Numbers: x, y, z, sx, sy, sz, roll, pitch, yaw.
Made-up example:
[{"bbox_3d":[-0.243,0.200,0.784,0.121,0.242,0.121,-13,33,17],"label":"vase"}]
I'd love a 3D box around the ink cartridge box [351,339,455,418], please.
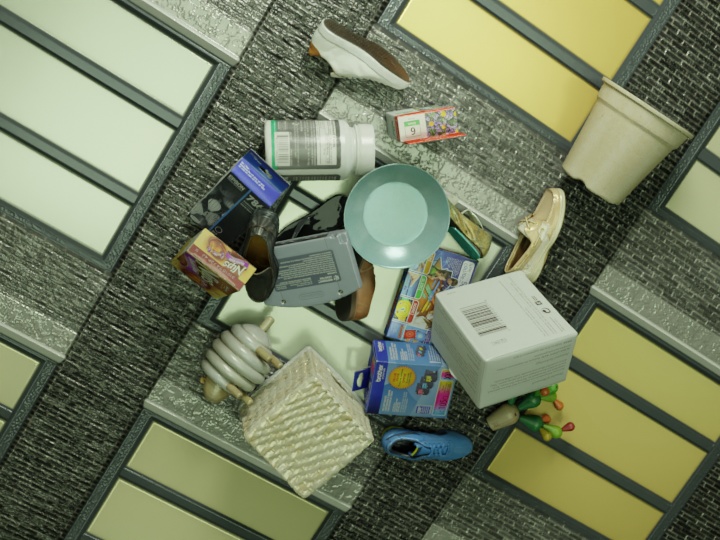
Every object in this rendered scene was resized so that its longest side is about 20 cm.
[{"bbox_3d":[0.083,0.217,1.649,0.199,0.076,0.137,5,120,-6],"label":"ink cartridge box"}]

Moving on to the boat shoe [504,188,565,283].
[{"bbox_3d":[0.343,-0.072,1.632,0.069,0.074,0.200,15,101,-16],"label":"boat shoe"}]

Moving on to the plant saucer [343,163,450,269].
[{"bbox_3d":[0.068,-0.104,1.555,0.200,0.039,0.202,-1,106,-3],"label":"plant saucer"}]

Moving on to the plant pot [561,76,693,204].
[{"bbox_3d":[0.488,-0.235,1.567,0.200,0.201,0.184,30,109,-12],"label":"plant pot"}]

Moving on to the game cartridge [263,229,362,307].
[{"bbox_3d":[-0.102,0.002,1.569,0.199,0.042,0.133,-10,116,15],"label":"game cartridge"}]

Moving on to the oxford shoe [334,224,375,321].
[{"bbox_3d":[0.000,0.000,1.622,0.071,0.071,0.201,2,101,-38],"label":"oxford shoe"}]

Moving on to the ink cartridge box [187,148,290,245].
[{"bbox_3d":[-0.227,-0.128,1.516,0.099,0.039,0.200,42,128,-12],"label":"ink cartridge box"}]

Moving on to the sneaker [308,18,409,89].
[{"bbox_3d":[-0.005,-0.384,1.533,0.200,0.073,0.085,28,129,-18],"label":"sneaker"}]

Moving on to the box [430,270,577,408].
[{"bbox_3d":[0.266,0.127,1.569,0.200,0.199,0.131,-14,132,-19],"label":"box"}]

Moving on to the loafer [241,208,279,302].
[{"bbox_3d":[-0.190,-0.015,1.512,0.073,0.072,0.200,8,127,5],"label":"loafer"}]

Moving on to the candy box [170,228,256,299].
[{"bbox_3d":[-0.272,-0.008,1.506,0.117,0.200,0.057,40,73,-14],"label":"candy box"}]

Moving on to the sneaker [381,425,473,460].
[{"bbox_3d":[0.141,0.368,1.707,0.200,0.078,0.066,8,100,-10],"label":"sneaker"}]

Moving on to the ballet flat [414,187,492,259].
[{"bbox_3d":[0.183,-0.107,1.615,0.200,0.071,0.071,43,95,-13],"label":"ballet flat"}]

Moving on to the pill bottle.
[{"bbox_3d":[-0.077,-0.222,1.527,0.199,0.113,0.113,-1,103,-7],"label":"pill bottle"}]

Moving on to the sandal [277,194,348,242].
[{"bbox_3d":[-0.098,-0.073,1.592,0.200,0.043,0.076,-43,104,6],"label":"sandal"}]

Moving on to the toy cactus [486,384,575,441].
[{"bbox_3d":[0.342,0.287,1.712,0.165,0.102,0.200,-32,113,11],"label":"toy cactus"}]

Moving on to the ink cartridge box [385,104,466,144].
[{"bbox_3d":[0.116,-0.266,1.494,0.109,0.200,0.050,-10,104,-5],"label":"ink cartridge box"}]

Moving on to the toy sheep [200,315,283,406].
[{"bbox_3d":[-0.229,0.172,1.591,0.138,0.138,0.200,43,81,-14],"label":"toy sheep"}]

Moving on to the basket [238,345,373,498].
[{"bbox_3d":[-0.108,0.298,1.618,0.200,0.161,0.198,-40,105,5],"label":"basket"}]

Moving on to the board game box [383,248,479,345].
[{"bbox_3d":[0.141,0.054,1.655,0.135,0.034,0.200,16,100,-11],"label":"board game box"}]
